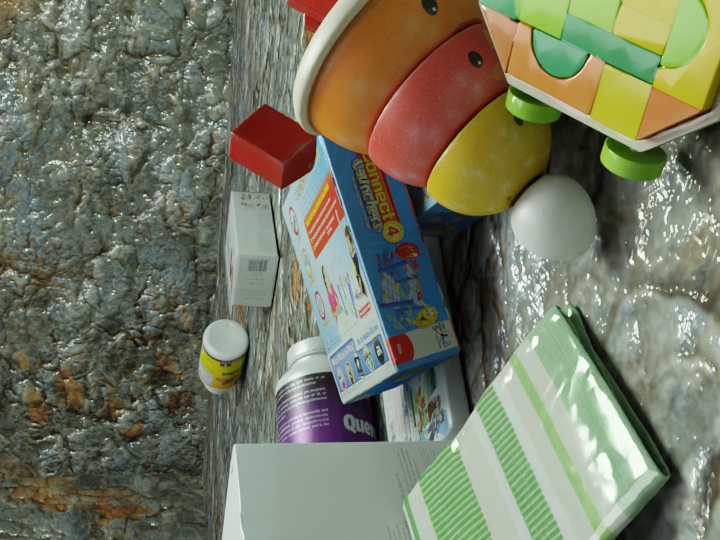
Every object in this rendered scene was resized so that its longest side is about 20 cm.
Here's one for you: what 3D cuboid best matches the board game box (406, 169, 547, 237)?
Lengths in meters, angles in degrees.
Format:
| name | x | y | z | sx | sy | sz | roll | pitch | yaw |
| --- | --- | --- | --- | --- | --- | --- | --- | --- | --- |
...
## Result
| name | x | y | z | sx | sy | sz | roll | pitch | yaw |
| --- | --- | --- | --- | --- | --- | --- | --- | --- | --- |
| board game box | 0.076 | -0.144 | 0.733 | 0.200 | 0.055 | 0.199 | 144 | 125 | -73 |

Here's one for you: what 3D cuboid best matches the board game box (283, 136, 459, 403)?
| name | x | y | z | sx | sy | sz | roll | pitch | yaw |
| --- | --- | --- | --- | --- | --- | --- | --- | --- | --- |
| board game box | 0.000 | 0.000 | 0.798 | 0.200 | 0.055 | 0.199 | 132 | 121 | -71 |

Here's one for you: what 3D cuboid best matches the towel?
| name | x | y | z | sx | sy | sz | roll | pitch | yaw |
| --- | --- | --- | --- | --- | --- | --- | --- | --- | --- |
| towel | 0.097 | 0.138 | 0.576 | 0.201 | 0.023 | 0.153 | -59 | 28 | 26 |

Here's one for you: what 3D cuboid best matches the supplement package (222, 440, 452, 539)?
| name | x | y | z | sx | sy | sz | roll | pitch | yaw |
| --- | --- | --- | --- | --- | --- | --- | --- | --- | --- |
| supplement package | -0.001 | 0.238 | 0.711 | 0.153 | 0.196 | 0.153 | -107 | 24 | -53 |

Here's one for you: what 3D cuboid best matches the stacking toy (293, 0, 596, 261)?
| name | x | y | z | sx | sy | sz | roll | pitch | yaw |
| --- | --- | --- | --- | --- | --- | --- | --- | --- | --- |
| stacking toy | 0.069 | -0.085 | 0.569 | 0.200 | 0.146 | 0.147 | 46 | 150 | 13 |

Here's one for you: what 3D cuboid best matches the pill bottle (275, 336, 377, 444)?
| name | x | y | z | sx | sy | sz | roll | pitch | yaw |
| --- | --- | --- | --- | --- | --- | --- | --- | --- | --- |
| pill bottle | -0.038 | 0.181 | 1.045 | 0.113 | 0.110 | 0.203 | 112 | 155 | -54 |

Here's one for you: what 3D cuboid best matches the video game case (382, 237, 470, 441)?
| name | x | y | z | sx | sy | sz | roll | pitch | yaw |
| --- | --- | --- | --- | --- | --- | --- | --- | --- | --- |
| video game case | 0.053 | 0.090 | 0.875 | 0.183 | 0.022 | 0.203 | 112 | 157 | -55 |

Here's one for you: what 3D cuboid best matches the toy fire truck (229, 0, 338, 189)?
| name | x | y | z | sx | sy | sz | roll | pitch | yaw |
| --- | --- | --- | --- | --- | --- | --- | --- | --- | --- |
| toy fire truck | -0.012 | -0.164 | 0.663 | 0.200 | 0.048 | 0.142 | -47 | -21 | -40 |

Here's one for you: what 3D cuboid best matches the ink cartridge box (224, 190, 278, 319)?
| name | x | y | z | sx | sy | sz | roll | pitch | yaw |
| --- | --- | --- | --- | --- | --- | --- | --- | --- | --- |
| ink cartridge box | -0.222 | -0.028 | 1.869 | 0.202 | 0.082 | 0.177 | -103 | 20 | -47 |

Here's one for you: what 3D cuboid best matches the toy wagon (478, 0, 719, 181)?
| name | x | y | z | sx | sy | sz | roll | pitch | yaw |
| --- | --- | --- | --- | --- | --- | --- | --- | --- | --- |
| toy wagon | 0.110 | -0.145 | 0.467 | 0.199 | 0.039 | 0.157 | 38 | 132 | 35 |

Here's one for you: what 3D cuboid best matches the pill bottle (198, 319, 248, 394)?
| name | x | y | z | sx | sy | sz | roll | pitch | yaw |
| --- | --- | --- | --- | --- | --- | --- | --- | --- | --- |
| pill bottle | -0.331 | 0.214 | 2.237 | 0.201 | 0.107 | 0.111 | 109 | 157 | -52 |
